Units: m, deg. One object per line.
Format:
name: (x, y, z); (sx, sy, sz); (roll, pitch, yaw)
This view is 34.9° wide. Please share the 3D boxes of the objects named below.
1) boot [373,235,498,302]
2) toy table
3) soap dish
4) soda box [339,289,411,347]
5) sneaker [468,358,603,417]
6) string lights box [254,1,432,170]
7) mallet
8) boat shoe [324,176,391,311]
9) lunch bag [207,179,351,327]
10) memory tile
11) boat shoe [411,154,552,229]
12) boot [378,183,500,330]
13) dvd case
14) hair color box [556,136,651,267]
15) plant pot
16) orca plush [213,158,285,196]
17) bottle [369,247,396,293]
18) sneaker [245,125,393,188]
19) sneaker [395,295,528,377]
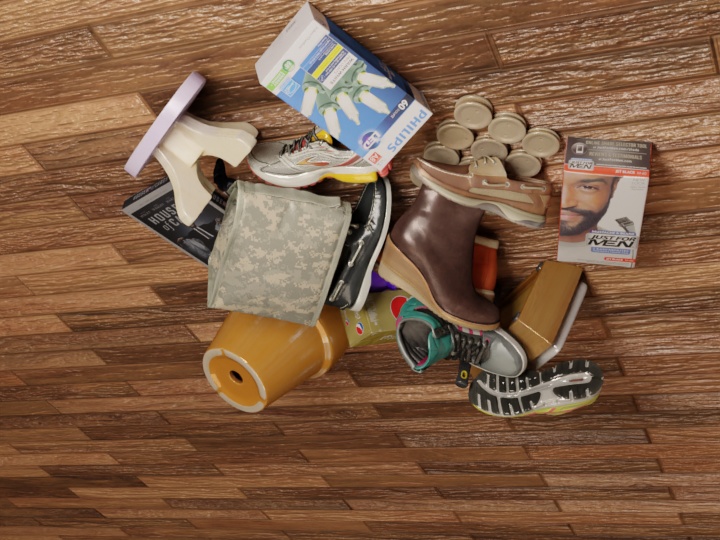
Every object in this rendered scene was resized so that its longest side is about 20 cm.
boot: (0.105, -0.020, 1.671); (0.198, 0.108, 0.075); (12, -178, -4)
toy table: (-0.221, -0.159, 1.504); (0.117, 0.185, 0.200); (38, 154, -10)
soap dish: (0.247, 0.085, 1.735); (0.081, 0.158, 0.200); (34, 144, -5)
soda box: (0.071, 0.069, 1.758); (0.198, 0.065, 0.068); (-4, 159, -34)
sneaker: (0.257, 0.182, 1.668); (0.198, 0.079, 0.090); (-5, 156, 15)
string lights box: (-0.019, -0.222, 1.400); (0.199, 0.059, 0.103); (33, 111, -29)
mallet: (0.158, 0.086, 1.718); (0.065, 0.201, 0.041); (24, 141, 1)
boat shoe: (-0.007, -0.038, 1.611); (0.060, 0.202, 0.076); (9, -167, -20)
lunch bag: (-0.113, -0.038, 1.571); (0.162, 0.118, 0.201); (11, 130, -16)
memory tile: (0.162, -0.150, 1.526); (0.152, 0.017, 0.200); (20, 147, -12)
boat shoe: (0.161, -0.118, 1.500); (0.198, 0.076, 0.072); (17, 104, -18)
boot: (0.137, -0.022, 1.575); (0.199, 0.072, 0.167); (28, 112, -5)
dvd case: (-0.246, -0.073, 1.765); (0.150, 0.025, 0.199); (-23, 134, 41)
hair color box: (0.321, -0.088, 1.525); (0.110, 0.064, 0.201); (5, 145, 11)
plant pot: (-0.146, 0.118, 1.811); (0.199, 0.183, 0.202); (22, 135, 23)
orca plush: (-0.132, -0.105, 1.668); (0.200, 0.071, 0.105); (41, -178, -31)
bottle: (0.000, 0.000, 1.738); (0.198, 0.085, 0.065); (-5, 177, 3)
sneaker: (-0.058, -0.166, 1.531); (0.198, 0.078, 0.083); (-5, 137, 11)
sneaker: (0.130, 0.107, 1.610); (0.199, 0.121, 0.084); (26, 121, 17)
